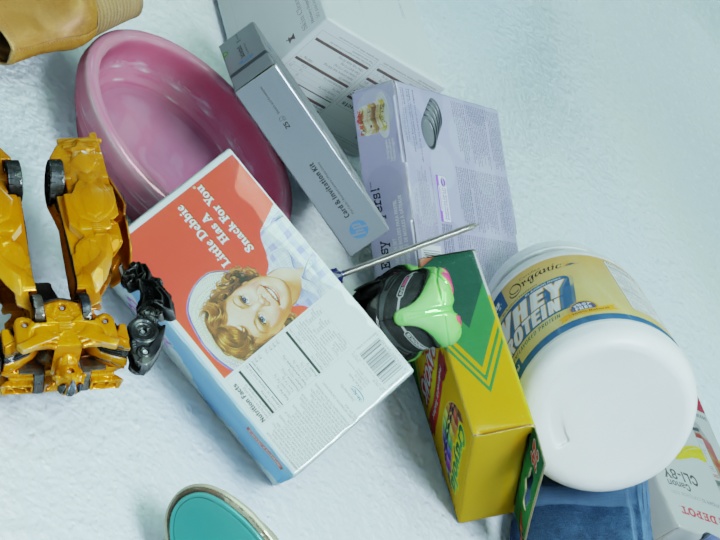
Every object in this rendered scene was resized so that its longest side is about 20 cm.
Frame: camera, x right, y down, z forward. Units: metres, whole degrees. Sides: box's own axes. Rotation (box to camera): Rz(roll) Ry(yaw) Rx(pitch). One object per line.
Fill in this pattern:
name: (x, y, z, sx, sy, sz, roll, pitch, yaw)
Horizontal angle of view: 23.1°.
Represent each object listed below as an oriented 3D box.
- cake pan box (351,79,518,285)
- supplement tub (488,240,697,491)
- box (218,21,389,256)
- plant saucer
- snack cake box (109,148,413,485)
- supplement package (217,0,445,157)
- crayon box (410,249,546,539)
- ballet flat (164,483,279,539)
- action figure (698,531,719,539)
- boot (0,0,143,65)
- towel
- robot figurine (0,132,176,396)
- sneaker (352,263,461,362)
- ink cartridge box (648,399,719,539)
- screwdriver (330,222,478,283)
cake pan box: (0.071, -0.052, 1.522, 0.184, 0.052, 0.201, 3, 77, -55)
supplement tub: (0.176, 0.070, 1.419, 0.145, 0.145, 0.200, 39, 13, -21)
box: (-0.048, -0.109, 1.392, 0.156, 0.041, 0.200, 55, 4, -19)
plant saucer: (-0.140, -0.090, 1.330, 0.200, 0.051, 0.201, 36, 31, -27)
snack cake box: (-0.074, 0.033, 1.203, 0.115, 0.067, 0.200, -39, 90, -19)
supplement package: (-0.036, -0.230, 1.588, 0.155, 0.111, 0.201, 24, 37, -41)
crayon box: (0.086, 0.101, 1.353, 0.051, 0.127, 0.201, -9, 52, -10)
ballet flat: (-0.051, 0.217, 1.090, 0.200, 0.069, 0.069, 55, 28, 5)
action figure: (0.224, 0.304, 1.385, 0.199, 0.105, 0.194, -20, 64, -30)
boot: (-0.269, -0.232, 1.300, 0.201, 0.071, 0.144, 43, 42, 22)
towel: (0.173, 0.201, 1.389, 0.111, 0.049, 0.200, 2, 34, 5)
robot figurine: (-0.196, -0.001, 1.101, 0.144, 0.058, 0.201, -2, 52, -20)
sneaker: (0.014, 0.033, 1.313, 0.083, 0.200, 0.077, -9, 83, -12)
ink cartridge box: (0.257, 0.176, 1.558, 0.145, 0.083, 0.201, 22, 39, -42)
screwdriver: (0.000, 0.000, 1.331, 0.199, 0.029, 0.028, -18, 60, -20)
